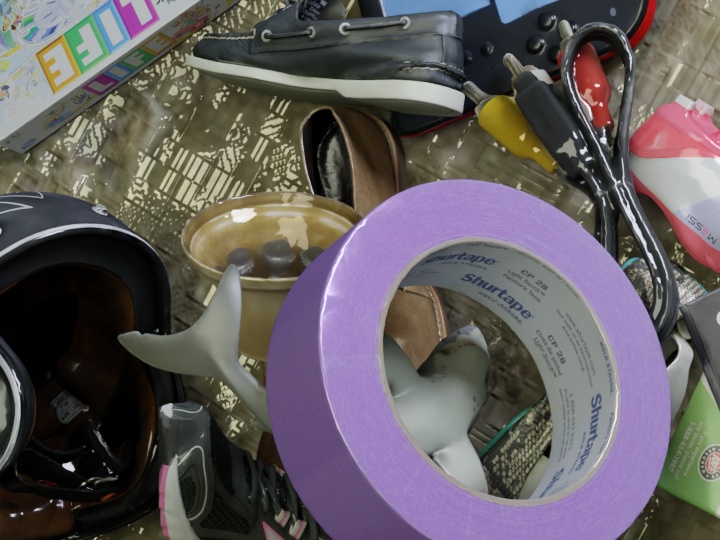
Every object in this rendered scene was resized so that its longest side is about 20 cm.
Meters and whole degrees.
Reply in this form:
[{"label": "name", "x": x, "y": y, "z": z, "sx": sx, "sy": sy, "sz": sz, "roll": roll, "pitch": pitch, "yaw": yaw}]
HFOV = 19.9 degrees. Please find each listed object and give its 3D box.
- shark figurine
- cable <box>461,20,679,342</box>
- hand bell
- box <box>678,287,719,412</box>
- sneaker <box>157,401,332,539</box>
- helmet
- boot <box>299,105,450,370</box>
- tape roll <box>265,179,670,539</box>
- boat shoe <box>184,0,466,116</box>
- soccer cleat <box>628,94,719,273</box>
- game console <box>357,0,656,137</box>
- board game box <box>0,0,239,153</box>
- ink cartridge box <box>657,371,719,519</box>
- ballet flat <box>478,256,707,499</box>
[{"label": "shark figurine", "x": -0.018, "y": 0.083, "z": 1.075, "sx": 0.089, "sy": 0.214, "sz": 0.129, "roll": -38, "pitch": 54, "yaw": 42}, {"label": "cable", "x": 0.136, "y": -0.054, "z": 1.125, "sx": 0.097, "sy": 0.050, "sz": 0.201, "roll": -33, "pitch": 69, "yaw": 12}, {"label": "hand bell", "x": -0.047, "y": 0.067, "z": 1.167, "sx": 0.104, "sy": 0.104, "sz": 0.201, "roll": 14, "pitch": 121, "yaw": 25}, {"label": "box", "x": 0.283, "y": 0.069, "z": 0.998, "sx": 0.199, "sy": 0.050, "sz": 0.200, "roll": -24, "pitch": 73, "yaw": 16}, {"label": "sneaker", "x": -0.053, "y": 0.135, "z": 1.141, "sx": 0.086, "sy": 0.200, "sz": 0.081, "roll": -14, "pitch": 53, "yaw": 8}, {"label": "helmet", "x": -0.203, "y": 0.055, "z": 1.208, "sx": 0.199, "sy": 0.200, "sz": 0.192, "roll": -21, "pitch": 66, "yaw": 19}, {"label": "boot", "x": 0.000, "y": 0.000, "z": 1.190, "sx": 0.073, "sy": 0.075, "sz": 0.201, "roll": -17, "pitch": 76, "yaw": 18}, {"label": "tape roll", "x": 0.055, "y": 0.059, "z": 1.026, "sx": 0.066, "sy": 0.199, "sz": 0.201, "roll": -39, "pitch": 62, "yaw": 55}, {"label": "boat shoe", "x": -0.020, "y": -0.134, "z": 1.207, "sx": 0.199, "sy": 0.074, "sz": 0.067, "roll": 10, "pitch": 89, "yaw": 43}, {"label": "soccer cleat", "x": 0.222, "y": -0.015, "z": 1.106, "sx": 0.200, "sy": 0.067, "sz": 0.077, "roll": 42, "pitch": 111, "yaw": 25}, {"label": "game console", "x": 0.073, "y": -0.198, "z": 1.215, "sx": 0.176, "sy": 0.031, "sz": 0.201, "roll": -20, "pitch": 74, "yaw": 19}, {"label": "board game box", "x": -0.174, "y": -0.186, "z": 1.317, "sx": 0.199, "sy": 0.034, "sz": 0.135, "roll": -33, "pitch": 71, "yaw": 15}, {"label": "ink cartridge box", "x": 0.269, "y": 0.105, "z": 1.060, "sx": 0.199, "sy": 0.067, "sz": 0.118, "roll": 27, "pitch": 91, "yaw": 25}, {"label": "ballet flat", "x": 0.125, "y": 0.085, "z": 1.123, "sx": 0.200, "sy": 0.068, "sz": 0.075, "roll": -53, "pitch": 51, "yaw": 5}]
